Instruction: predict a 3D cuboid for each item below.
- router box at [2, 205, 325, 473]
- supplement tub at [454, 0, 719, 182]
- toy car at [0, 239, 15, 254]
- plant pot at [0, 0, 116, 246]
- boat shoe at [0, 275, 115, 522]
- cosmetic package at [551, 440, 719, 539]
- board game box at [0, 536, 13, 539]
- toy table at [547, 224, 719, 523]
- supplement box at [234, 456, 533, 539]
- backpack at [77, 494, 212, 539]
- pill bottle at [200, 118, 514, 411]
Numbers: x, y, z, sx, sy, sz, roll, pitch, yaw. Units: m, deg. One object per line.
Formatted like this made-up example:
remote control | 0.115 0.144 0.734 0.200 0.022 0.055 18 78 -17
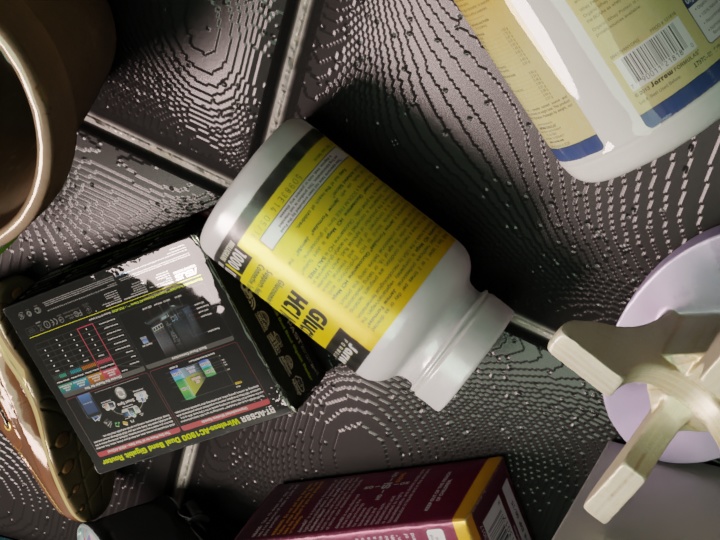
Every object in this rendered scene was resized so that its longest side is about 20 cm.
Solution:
router box | -0.144 0.052 1.432 0.199 0.062 0.151 -19 106 32
supplement tub | 0.131 -0.169 1.128 0.144 0.144 0.201 -27 103 34
toy car | -0.360 -0.026 1.478 0.164 0.158 0.200 42 155 3
plant pot | -0.250 -0.136 1.312 0.199 0.175 0.202 11 120 20
boat shoe | -0.251 0.102 1.511 0.067 0.072 0.202 -11 106 37
cosmetic package | 0.180 0.204 1.274 0.107 0.200 0.086 12 120 22
board game box | -0.270 0.329 1.655 0.150 0.047 0.202 10 120 21
toy table | 0.214 0.069 1.237 0.183 0.117 0.201 28 126 10
supplement box | 0.022 0.213 1.426 0.199 0.086 0.111 -10 112 29
backpack | -0.157 0.303 1.508 0.178 0.150 0.201 44 150 44
pill bottle | 0.000 0.000 1.303 0.199 0.112 0.113 38 126 3
